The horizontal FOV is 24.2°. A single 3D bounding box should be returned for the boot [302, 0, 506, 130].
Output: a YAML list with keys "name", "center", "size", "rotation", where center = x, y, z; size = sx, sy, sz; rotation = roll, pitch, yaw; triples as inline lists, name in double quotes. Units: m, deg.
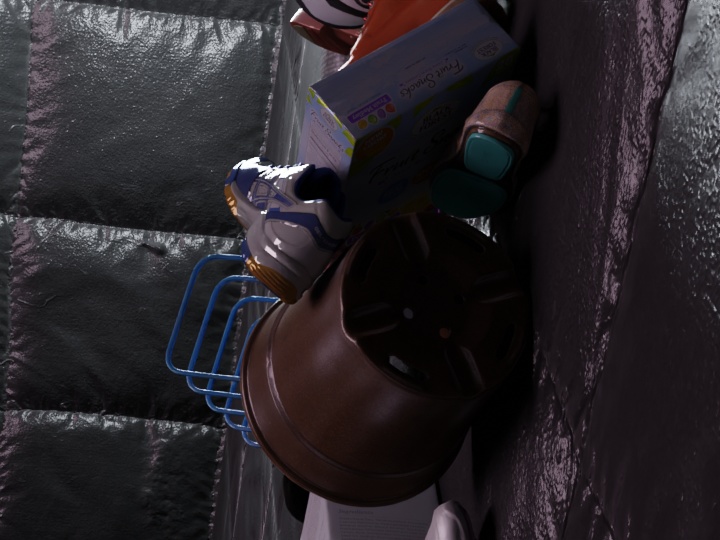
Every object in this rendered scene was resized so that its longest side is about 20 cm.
- name: "boot"
  center: [0.022, -0.187, 1.456]
  size: [0.107, 0.200, 0.075]
  rotation: [54, -176, 41]

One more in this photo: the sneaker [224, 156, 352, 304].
- name: "sneaker"
  center: [-0.049, -0.049, 1.316]
  size: [0.088, 0.075, 0.200]
  rotation: [-44, 28, 11]

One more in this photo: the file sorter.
- name: "file sorter"
  center: [-0.087, 0.086, 1.661]
  size: [0.200, 0.122, 0.139]
  rotation: [54, -133, -55]

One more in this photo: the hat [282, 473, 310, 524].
- name: "hat"
  center: [0.007, 0.159, 1.627]
  size: [0.200, 0.081, 0.201]
  rotation: [-28, -55, -51]

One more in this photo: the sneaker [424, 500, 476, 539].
- name: "sneaker"
  center: [0.041, 0.273, 1.331]
  size: [0.075, 0.099, 0.200]
  rotation: [-99, 18, -67]

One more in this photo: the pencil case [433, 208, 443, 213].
- name: "pencil case"
  center: [0.024, -0.045, 1.697]
  size: [0.200, 0.085, 0.093]
  rotation: [165, 114, -80]

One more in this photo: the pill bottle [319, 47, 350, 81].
- name: "pill bottle"
  center: [0.015, -0.226, 1.780]
  size: [0.114, 0.114, 0.200]
  rotation: [128, 147, -74]

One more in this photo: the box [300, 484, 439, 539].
- name: "box"
  center: [0.009, 0.272, 1.513]
  size: [0.200, 0.106, 0.153]
  rotation: [-98, 16, -56]

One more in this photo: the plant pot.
- name: "plant pot"
  center: [0.026, 0.060, 1.312]
  size: [0.198, 0.200, 0.201]
  rotation: [126, 149, -60]

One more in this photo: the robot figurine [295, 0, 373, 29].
- name: "robot figurine"
  center: [-0.002, -0.290, 1.564]
  size: [0.200, 0.150, 0.125]
  rotation: [-177, 84, -74]

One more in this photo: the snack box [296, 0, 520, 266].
- name: "snack box"
  center: [0.031, -0.107, 1.373]
  size: [0.068, 0.169, 0.200]
  rotation: [49, 156, 21]

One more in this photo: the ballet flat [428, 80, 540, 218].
- name: "ballet flat"
  center: [0.103, -0.096, 1.317]
  size: [0.200, 0.068, 0.067]
  rotation: [130, 165, -73]

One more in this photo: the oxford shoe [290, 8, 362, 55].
- name: "oxford shoe"
  center: [0.019, -0.250, 1.676]
  size: [0.074, 0.200, 0.071]
  rotation: [-62, -34, -9]

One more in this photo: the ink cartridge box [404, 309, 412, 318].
- name: "ink cartridge box"
  center: [0.000, 0.000, 1.598]
  size: [0.057, 0.163, 0.200]
  rotation: [-48, 4, -13]
